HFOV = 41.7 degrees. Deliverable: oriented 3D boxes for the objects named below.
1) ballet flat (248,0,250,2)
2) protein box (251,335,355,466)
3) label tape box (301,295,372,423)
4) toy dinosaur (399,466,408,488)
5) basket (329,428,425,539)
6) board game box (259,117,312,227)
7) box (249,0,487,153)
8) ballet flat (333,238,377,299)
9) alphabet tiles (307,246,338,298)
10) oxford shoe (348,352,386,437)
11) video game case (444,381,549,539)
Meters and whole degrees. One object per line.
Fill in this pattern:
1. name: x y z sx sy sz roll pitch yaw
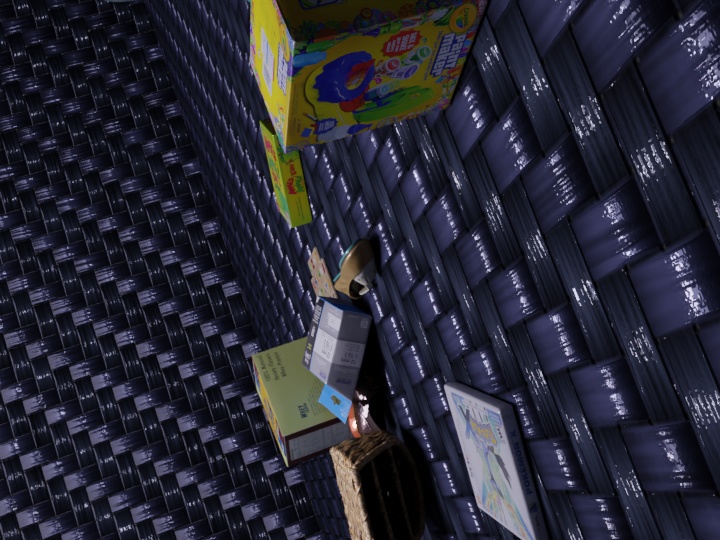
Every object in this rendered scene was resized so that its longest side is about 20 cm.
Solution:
1. ballet flat: -0.141 -0.473 1.509 0.200 0.072 0.073 -161 55 -74
2. protein box: -0.092 0.251 1.906 0.135 0.199 0.199 91 157 -53
3. label tape box: -0.053 0.159 1.726 0.143 0.066 0.202 24 100 67
4. toy dinosaur: 0.064 0.398 1.785 0.102 0.077 0.201 33 135 52
5. basket: 0.048 0.393 1.647 0.149 0.142 0.202 -170 65 -72
6. board game box: -0.149 -0.199 1.898 0.102 0.047 0.201 -129 25 -58
7. box: -0.001 -0.237 0.930 0.200 0.191 0.123 106 144 -68
8. ballet flat: 0.000 0.000 1.552 0.063 0.069 0.200 42 165 5
9. alphabet tiles: -0.076 0.044 1.999 0.200 0.006 0.168 126 126 -73
10. oxford shoe: 0.012 0.213 1.776 0.072 0.071 0.202 -17 82 43
11. video game case: 0.171 0.244 1.215 0.200 0.022 0.184 -173 66 -75
